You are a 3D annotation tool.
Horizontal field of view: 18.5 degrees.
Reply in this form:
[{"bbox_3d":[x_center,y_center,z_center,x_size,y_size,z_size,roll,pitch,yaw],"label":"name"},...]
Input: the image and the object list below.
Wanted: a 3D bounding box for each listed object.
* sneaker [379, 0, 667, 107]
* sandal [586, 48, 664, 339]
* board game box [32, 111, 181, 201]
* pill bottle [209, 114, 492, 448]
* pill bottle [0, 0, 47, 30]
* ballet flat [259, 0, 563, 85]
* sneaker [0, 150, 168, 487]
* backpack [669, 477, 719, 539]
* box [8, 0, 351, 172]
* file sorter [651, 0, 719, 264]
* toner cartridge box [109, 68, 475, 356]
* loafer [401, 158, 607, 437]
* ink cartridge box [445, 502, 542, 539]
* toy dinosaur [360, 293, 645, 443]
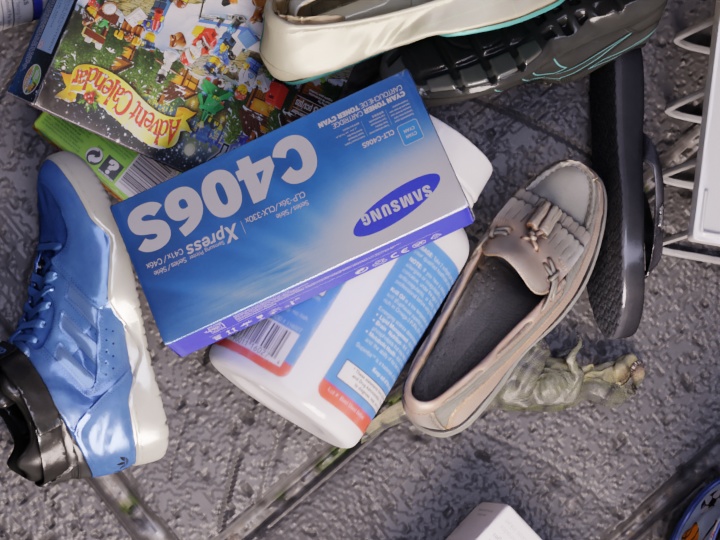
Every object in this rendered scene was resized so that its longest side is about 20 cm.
[{"bbox_3d":[0.108,-0.139,1.393,0.198,0.079,0.076,-20,60,-8],"label":"sneaker"},{"bbox_3d":[0.178,-0.056,1.438,0.042,0.076,0.202,5,77,-12],"label":"sandal"},{"bbox_3d":[-0.111,-0.139,1.417,0.095,0.030,0.200,39,82,-8],"label":"board game box"},{"bbox_3d":[0.000,0.000,1.389,0.112,0.112,0.201,34,80,-8],"label":"pill bottle"},{"bbox_3d":[-0.240,-0.199,1.349,0.198,0.112,0.113,-20,91,-14],"label":"pill bottle"},{"bbox_3d":[0.032,-0.168,1.327,0.198,0.069,0.070,-19,90,-6],"label":"ballet flat"},{"bbox_3d":[-0.195,0.033,1.361,0.110,0.077,0.202,-15,96,-22],"label":"sneaker"},{"bbox_3d":[0.286,0.213,1.418,0.189,0.154,0.202,23,76,-18],"label":"backpack"},{"bbox_3d":[-0.101,-0.132,1.354,0.199,0.038,0.138,23,90,-37],"label":"box"},{"bbox_3d":[0.275,-0.103,1.448,0.137,0.124,0.202,9,84,-10],"label":"file sorter"},{"bbox_3d":[-0.041,-0.034,1.321,0.199,0.043,0.096,-25,76,2],"label":"toner cartridge box"},{"bbox_3d":[0.092,0.015,1.391,0.072,0.063,0.201,32,85,15],"label":"loafer"},{"bbox_3d":[0.057,0.259,1.406,0.115,0.068,0.200,45,79,-6],"label":"ink cartridge box"},{"bbox_3d":[0.094,0.056,1.441,0.198,0.047,0.089,-7,95,-9],"label":"toy dinosaur"}]
